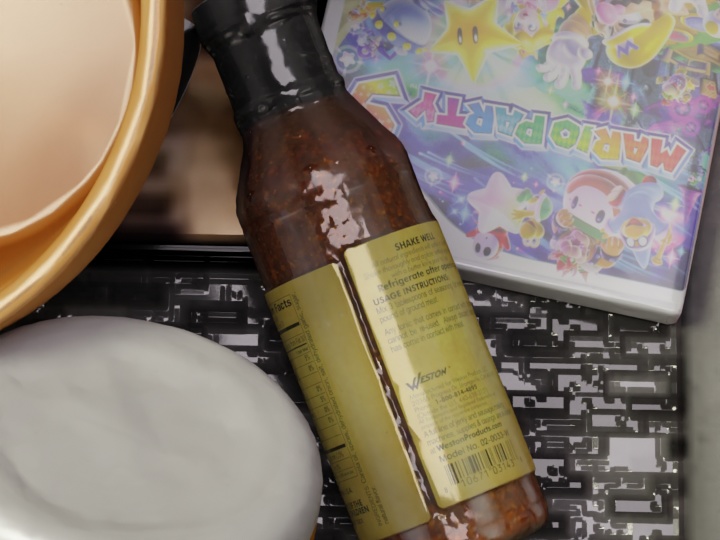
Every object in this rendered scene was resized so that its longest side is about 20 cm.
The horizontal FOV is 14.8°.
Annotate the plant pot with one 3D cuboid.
[{"bbox_3d":[-0.139,-0.071,0.825,0.199,0.140,0.201,0,90,9],"label":"plant pot"}]

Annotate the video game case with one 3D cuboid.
[{"bbox_3d":[0.061,-0.092,0.972,0.142,0.018,0.201,12,75,2],"label":"video game case"}]

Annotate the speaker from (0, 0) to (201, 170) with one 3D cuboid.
[{"bbox_3d":[-0.154,-0.099,0.938,0.199,0.081,0.081,32,76,7],"label":"speaker"}]

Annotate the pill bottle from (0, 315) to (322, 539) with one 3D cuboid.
[{"bbox_3d":[-0.082,0.123,0.811,0.116,0.201,0.117,9,35,-6],"label":"pill bottle"}]

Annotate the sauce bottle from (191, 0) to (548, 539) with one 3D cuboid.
[{"bbox_3d":[0.000,0.000,0.907,0.066,0.066,0.201,-19,87,-6],"label":"sauce bottle"}]
